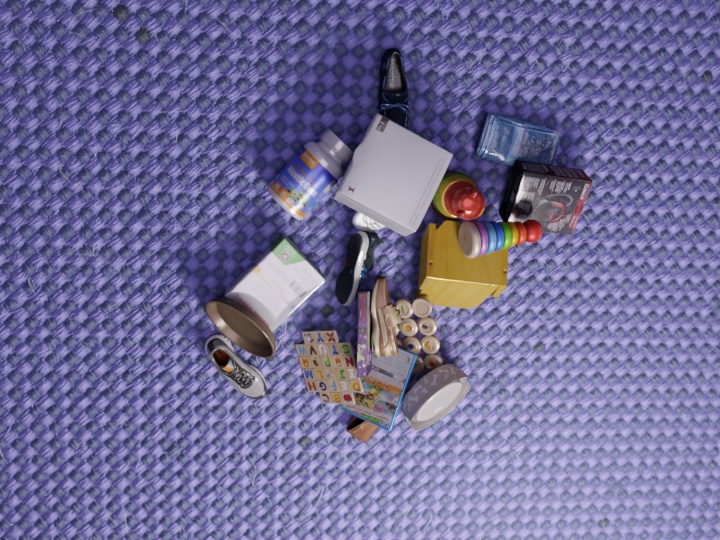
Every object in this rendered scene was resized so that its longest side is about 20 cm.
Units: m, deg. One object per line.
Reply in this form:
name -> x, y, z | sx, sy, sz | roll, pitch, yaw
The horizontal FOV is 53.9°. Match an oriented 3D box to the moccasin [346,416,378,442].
moccasin -> 0.039, 0.345, 1.814 | 0.078, 0.074, 0.202 | 34, 107, -23

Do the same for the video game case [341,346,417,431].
video game case -> 0.046, 0.279, 1.768 | 0.142, 0.018, 0.201 | 20, 92, 23

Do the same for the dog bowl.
dog bowl -> 0.186, 0.314, 1.776 | 0.199, 0.059, 0.201 | -29, 149, -19

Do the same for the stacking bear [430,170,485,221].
stacking bear -> 0.229, -0.167, 1.642 | 0.113, 0.200, 0.122 | 36, 97, -15

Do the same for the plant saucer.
plant saucer -> -0.277, 0.132, 1.666 | 0.200, 0.200, 0.030 | 44, 60, -15

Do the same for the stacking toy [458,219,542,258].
stacking toy -> 0.330, -0.085, 1.634 | 0.198, 0.085, 0.086 | -10, 106, -18

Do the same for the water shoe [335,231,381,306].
water shoe -> 0.000, 0.000, 1.716 | 0.078, 0.071, 0.201 | -5, 126, -37

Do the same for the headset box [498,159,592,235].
headset box -> 0.456, -0.174, 1.719 | 0.198, 0.075, 0.150 | 6, 122, -9

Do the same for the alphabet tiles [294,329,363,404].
alphabet tiles -> -0.079, 0.241, 1.750 | 0.165, 0.006, 0.202 | -5, 108, 31

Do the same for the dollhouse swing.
dollhouse swing -> 0.235, -0.010, 1.730 | 0.198, 0.176, 0.183 | 6, 81, -10

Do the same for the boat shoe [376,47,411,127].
boat shoe -> 0.072, -0.405, 1.627 | 0.083, 0.069, 0.202 | -13, 108, -5

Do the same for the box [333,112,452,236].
box -> 0.070, -0.211, 1.598 | 0.199, 0.131, 0.200 | 27, 87, -4

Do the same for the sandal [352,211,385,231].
sandal -> 0.067, -0.163, 1.701 | 0.202, 0.050, 0.083 | -33, 123, -4

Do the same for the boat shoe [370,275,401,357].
boat shoe -> 0.064, 0.113, 1.727 | 0.073, 0.076, 0.202 | 1, 102, 8

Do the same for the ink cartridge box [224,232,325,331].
ink cartridge box -> -0.204, 0.034, 1.689 | 0.200, 0.088, 0.145 | -44, 105, 3

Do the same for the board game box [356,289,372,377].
board game box -> 0.011, 0.149, 1.710 | 0.032, 0.120, 0.202 | 1, 91, 3

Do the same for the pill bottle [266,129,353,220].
pill bottle -> -0.112, -0.223, 1.625 | 0.112, 0.112, 0.200 | 42, 95, -15

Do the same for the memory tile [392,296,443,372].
memory tile -> 0.123, 0.164, 1.766 | 0.152, 0.017, 0.202 | -5, 106, 26

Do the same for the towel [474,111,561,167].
towel -> 0.380, -0.305, 1.709 | 0.198, 0.049, 0.113 | 13, 103, -11

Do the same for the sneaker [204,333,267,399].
sneaker -> -0.307, 0.247, 1.732 | 0.074, 0.079, 0.200 | -41, 107, 2
